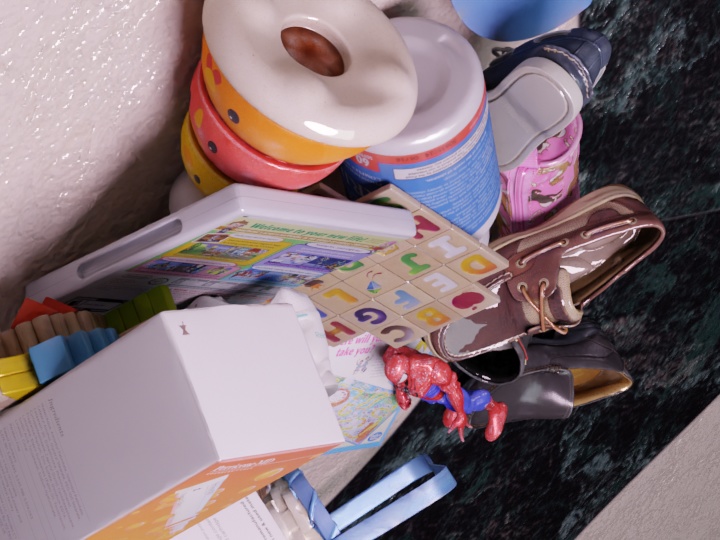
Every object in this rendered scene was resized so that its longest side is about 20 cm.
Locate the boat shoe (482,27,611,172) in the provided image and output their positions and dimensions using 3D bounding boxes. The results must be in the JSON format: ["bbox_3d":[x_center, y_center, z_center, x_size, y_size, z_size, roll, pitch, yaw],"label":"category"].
[{"bbox_3d":[0.115,-0.126,1.572,0.062,0.075,0.200,-45,-177,-22],"label":"boat shoe"}]

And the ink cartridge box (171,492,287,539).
[{"bbox_3d":[-0.162,0.238,1.545,0.200,0.084,0.146,-26,162,-31],"label":"ink cartridge box"}]

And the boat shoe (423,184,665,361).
[{"bbox_3d":[0.140,0.010,1.667,0.200,0.072,0.072,-30,123,-6],"label":"boat shoe"}]

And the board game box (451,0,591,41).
[{"bbox_3d":[0.125,-0.255,1.534,0.158,0.039,0.201,-3,125,-45],"label":"board game box"}]

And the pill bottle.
[{"bbox_3d":[0.041,-0.075,1.554,0.112,0.112,0.200,-40,149,-16],"label":"pill bottle"}]

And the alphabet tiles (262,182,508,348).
[{"bbox_3d":[0.000,0.000,1.560,0.166,0.006,0.200,-26,141,32],"label":"alphabet tiles"}]

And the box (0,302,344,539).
[{"bbox_3d":[-0.131,0.107,1.363,0.200,0.098,0.124,-32,163,33],"label":"box"}]

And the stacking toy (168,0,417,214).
[{"bbox_3d":[-0.066,-0.084,1.407,0.146,0.146,0.200,-17,154,-43],"label":"stacking toy"}]

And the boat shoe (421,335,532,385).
[{"bbox_3d":[0.072,0.025,1.719,0.073,0.063,0.201,-13,146,29],"label":"boat shoe"}]

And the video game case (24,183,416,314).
[{"bbox_3d":[-0.089,-0.008,1.451,0.182,0.022,0.200,-23,164,30],"label":"video game case"}]

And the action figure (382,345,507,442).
[{"bbox_3d":[0.061,0.098,1.767,0.052,0.065,0.200,-64,153,-8],"label":"action figure"}]

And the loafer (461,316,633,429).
[{"bbox_3d":[0.164,0.101,1.975,0.200,0.072,0.073,-23,143,-38],"label":"loafer"}]

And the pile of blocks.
[{"bbox_3d":[-0.168,0.038,1.382,0.200,0.062,0.082,-10,161,-44],"label":"pile of blocks"}]

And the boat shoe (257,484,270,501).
[{"bbox_3d":[-0.107,0.108,1.609,0.072,0.072,0.201,-44,143,-36],"label":"boat shoe"}]

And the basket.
[{"bbox_3d":[-0.019,0.209,1.753,0.200,0.139,0.176,-36,180,-3],"label":"basket"}]

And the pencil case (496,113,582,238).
[{"bbox_3d":[0.137,-0.056,1.739,0.083,0.087,0.200,-23,145,-10],"label":"pencil case"}]

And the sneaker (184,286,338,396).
[{"bbox_3d":[-0.113,0.062,1.498,0.199,0.081,0.070,-11,171,15],"label":"sneaker"}]

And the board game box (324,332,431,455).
[{"bbox_3d":[-0.025,0.085,1.735,0.200,0.034,0.135,-2,127,-53],"label":"board game box"}]
